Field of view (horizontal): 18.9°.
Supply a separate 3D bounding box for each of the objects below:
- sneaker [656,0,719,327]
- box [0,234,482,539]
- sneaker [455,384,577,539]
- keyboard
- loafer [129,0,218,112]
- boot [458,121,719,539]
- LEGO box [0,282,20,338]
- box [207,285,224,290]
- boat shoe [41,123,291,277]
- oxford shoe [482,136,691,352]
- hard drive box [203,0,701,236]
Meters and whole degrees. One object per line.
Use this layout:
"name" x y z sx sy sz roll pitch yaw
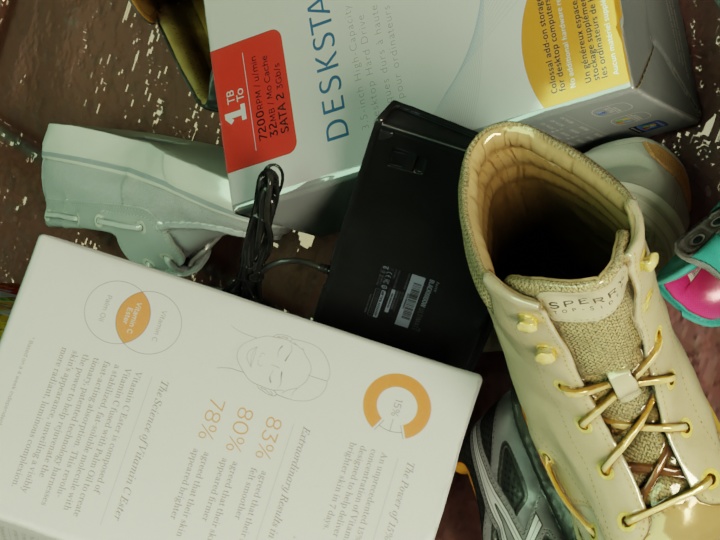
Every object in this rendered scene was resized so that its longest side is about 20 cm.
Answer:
"sneaker" 0.158 -0.037 0.845 0.121 0.084 0.200 -37 54 10
"box" -0.064 0.084 0.936 0.098 0.199 0.125 107 -178 -70
"sneaker" 0.095 0.137 0.919 0.077 0.078 0.201 -37 53 35
"keyboard" 0.000 0.000 0.954 0.201 0.126 0.021 109 179 -47
"loafer" -0.086 -0.152 1.093 0.200 0.072 0.073 52 136 33
"boot" 0.101 0.052 0.808 0.072 0.156 0.201 -24 55 -1
"LEGO box" -0.220 0.051 1.123 0.148 0.199 0.078 12 96 42
"box" -0.099 0.108 1.063 0.060 0.117 0.201 8 92 2
"boat shoe" -0.101 -0.031 1.108 0.199 0.072 0.069 14 100 41
"oxford shoe" 0.072 -0.011 0.962 0.199 0.075 0.058 -18 30 48
"hard drive box" 0.034 -0.117 0.961 0.199 0.077 0.157 -17 75 28
